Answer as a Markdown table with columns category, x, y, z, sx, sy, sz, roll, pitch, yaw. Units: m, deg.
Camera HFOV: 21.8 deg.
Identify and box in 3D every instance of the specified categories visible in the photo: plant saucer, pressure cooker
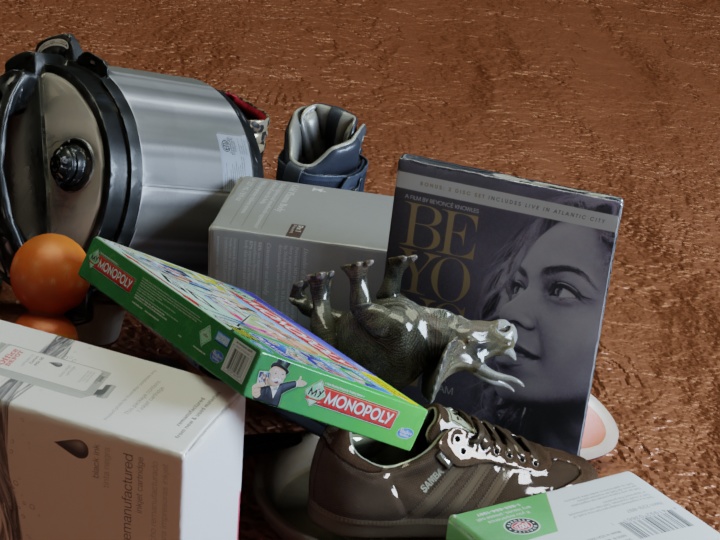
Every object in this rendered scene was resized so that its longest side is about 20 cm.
| category | x | y | z | sx | sy | sz | roll | pitch | yaw |
| --- | --- | --- | --- | --- | --- | --- | --- | --- | --- |
| plant saucer | 0.028 | 0.154 | 1.217 | 0.198 | 0.030 | 0.200 | 6 | 22 | -2 |
| pressure cooker | -0.191 | -0.067 | 1.363 | 0.199 | 0.179 | 0.176 | 1 | 39 | -50 |

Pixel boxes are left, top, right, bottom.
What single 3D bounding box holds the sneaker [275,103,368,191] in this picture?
| category | x | y | z | sx | sy | sz | roll | pitch | yaw |
| --- | --- | --- | --- | --- | --- | --- | --- | --- | --- |
| sneaker | -0.008 | -0.077 | 1.632 | 0.076 | 0.147 | 0.202 | 16 | 22 | 27 |

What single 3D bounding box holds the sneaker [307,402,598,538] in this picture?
| category | x | y | z | sx | sy | sz | roll | pitch | yaw |
| --- | --- | --- | --- | --- | --- | --- | --- | --- | --- |
| sneaker | 0.065 | 0.122 | 1.168 | 0.198 | 0.076 | 0.070 | -2 | 23 | -22 |

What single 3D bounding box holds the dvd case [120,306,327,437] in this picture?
| category | x | y | z | sx | sy | sz | roll | pitch | yaw |
| --- | --- | --- | --- | --- | --- | --- | --- | --- | --- |
| dvd case | -0.079 | 0.067 | 1.254 | 0.142 | 0.018 | 0.200 | 32 | -2 | -27 |

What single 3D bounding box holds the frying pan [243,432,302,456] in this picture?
| category | x | y | z | sx | sy | sz | roll | pitch | yaw |
| --- | --- | --- | --- | --- | --- | --- | --- | --- | --- |
| frying pan | -0.146 | 0.122 | 1.227 | 0.189 | 0.031 | 0.115 | -11 | 25 | -35 |

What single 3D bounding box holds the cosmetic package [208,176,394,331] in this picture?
| category | x | y | z | sx | sy | sz | roll | pitch | yaw |
| --- | --- | --- | --- | --- | --- | --- | --- | --- | --- |
| cosmetic package | 0.000 | 0.000 | 1.303 | 0.198 | 0.091 | 0.107 | 5 | 23 | 7 |

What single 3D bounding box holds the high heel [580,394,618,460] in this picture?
| category | x | y | z | sx | sy | sz | roll | pitch | yaw |
| --- | --- | --- | --- | --- | --- | --- | --- | --- | --- |
| high heel | 0.083 | 0.097 | 1.344 | 0.199 | 0.068 | 0.096 | 20 | -16 | -15 |

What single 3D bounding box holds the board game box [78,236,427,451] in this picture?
| category | x | y | z | sx | sy | sz | roll | pitch | yaw |
| --- | --- | --- | --- | --- | --- | --- | --- | --- | --- |
| board game box | -0.068 | 0.042 | 1.119 | 0.134 | 0.029 | 0.200 | 21 | 6 | -41 |

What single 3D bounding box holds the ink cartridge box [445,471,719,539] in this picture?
| category | x | y | z | sx | sy | sz | roll | pitch | yaw |
| --- | --- | --- | --- | --- | --- | --- | --- | --- | --- |
| ink cartridge box | 0.158 | 0.205 | 1.051 | 0.144 | 0.088 | 0.200 | -8 | 24 | -34 |

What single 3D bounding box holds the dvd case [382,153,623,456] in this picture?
| category | x | y | z | sx | sy | sz | roll | pitch | yaw |
| --- | --- | --- | --- | --- | --- | --- | --- | --- | --- |
| dvd case | 0.084 | 0.034 | 1.223 | 0.147 | 0.202 | 0.016 | 12 | 20 | 14 |

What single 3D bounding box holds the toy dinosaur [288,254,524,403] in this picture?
| category | x | y | z | sx | sy | sz | roll | pitch | yaw |
| --- | --- | --- | --- | --- | --- | --- | --- | --- | --- |
| toy dinosaur | -0.002 | 0.049 | 1.208 | 0.199 | 0.103 | 0.077 | -14 | -4 | 25 |

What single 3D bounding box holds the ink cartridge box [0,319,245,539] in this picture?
| category | x | y | z | sx | sy | sz | roll | pitch | yaw |
| --- | --- | --- | --- | --- | --- | --- | --- | --- | --- |
| ink cartridge box | -0.173 | 0.122 | 1.069 | 0.198 | 0.148 | 0.083 | 14 | 28 | 18 |

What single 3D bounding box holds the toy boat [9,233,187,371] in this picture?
| category | x | y | z | sx | sy | sz | roll | pitch | yaw |
| --- | --- | --- | --- | --- | --- | --- | --- | --- | --- |
| toy boat | -0.203 | 0.042 | 1.187 | 0.198 | 0.132 | 0.130 | 7 | 1 | 18 |

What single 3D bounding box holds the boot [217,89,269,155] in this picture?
| category | x | y | z | sx | sy | sz | roll | pitch | yaw |
| --- | --- | --- | --- | --- | --- | --- | --- | --- | --- |
| boot | -0.153 | -0.081 | 1.583 | 0.199 | 0.152 | 0.073 | 24 | 27 | 37 |

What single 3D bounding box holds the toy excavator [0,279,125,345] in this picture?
| category | x | y | z | sx | sy | sz | roll | pitch | yaw |
| --- | --- | --- | --- | --- | --- | --- | --- | --- | --- |
| toy excavator | -0.290 | -0.014 | 1.468 | 0.198 | 0.101 | 0.195 | 9 | 21 | -19 |
